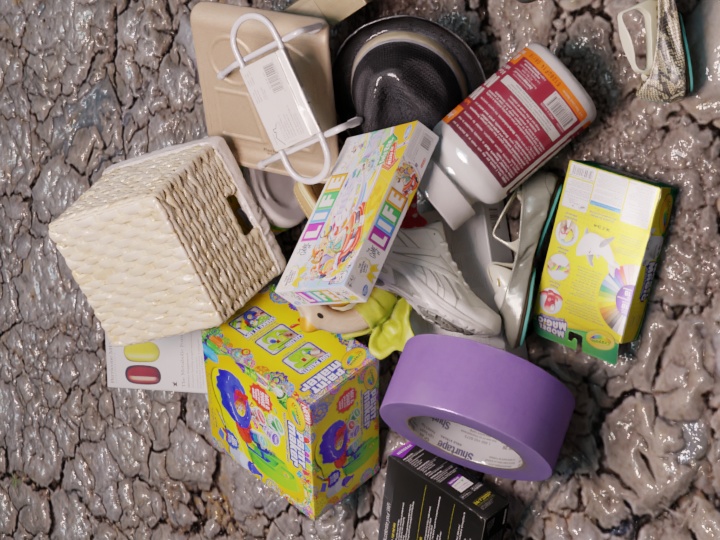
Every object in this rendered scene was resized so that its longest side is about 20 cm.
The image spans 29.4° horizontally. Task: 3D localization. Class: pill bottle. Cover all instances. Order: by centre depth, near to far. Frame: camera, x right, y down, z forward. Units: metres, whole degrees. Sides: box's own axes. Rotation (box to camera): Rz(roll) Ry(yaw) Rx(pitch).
[{"bbox_3d":[0.147,-0.142,1.481,0.200,0.110,0.110,-41,66,3],"label":"pill bottle"},{"bbox_3d":[-0.169,-0.079,1.788,0.200,0.111,0.111,-24,79,38],"label":"pill bottle"}]

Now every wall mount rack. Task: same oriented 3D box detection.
[{"bbox_3d":[-0.094,-0.189,1.546,0.173,0.075,0.200,-19,97,36],"label":"wall mount rack"}]

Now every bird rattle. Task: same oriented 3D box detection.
[{"bbox_3d":[0.000,0.000,1.556,0.113,0.163,0.201,-150,57,-61],"label":"bird rattle"}]

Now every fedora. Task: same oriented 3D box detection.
[{"bbox_3d":[0.053,-0.182,1.552,0.200,0.092,0.201,3,125,5],"label":"fedora"}]

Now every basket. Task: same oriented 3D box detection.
[{"bbox_3d":[-0.234,-0.032,1.678,0.200,0.161,0.199,-12,114,33],"label":"basket"}]

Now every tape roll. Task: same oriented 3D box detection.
[{"bbox_3d":[0.127,0.152,1.501,0.200,0.200,0.085,5,64,39],"label":"tape roll"}]

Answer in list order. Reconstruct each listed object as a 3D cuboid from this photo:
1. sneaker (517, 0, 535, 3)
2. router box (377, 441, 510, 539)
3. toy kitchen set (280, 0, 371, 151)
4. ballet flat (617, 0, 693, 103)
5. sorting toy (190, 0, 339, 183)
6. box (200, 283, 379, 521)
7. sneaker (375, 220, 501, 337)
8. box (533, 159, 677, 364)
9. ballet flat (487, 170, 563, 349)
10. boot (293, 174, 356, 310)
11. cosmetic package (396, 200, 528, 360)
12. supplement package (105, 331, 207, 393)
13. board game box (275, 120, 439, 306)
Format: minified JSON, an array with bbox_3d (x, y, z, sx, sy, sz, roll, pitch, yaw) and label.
[{"bbox_3d":[0.143,-0.394,1.507,0.076,0.115,0.201,-17,82,39],"label":"sneaker"},{"bbox_3d":[0.091,0.318,1.611,0.149,0.051,0.201,30,129,33],"label":"router box"},{"bbox_3d":[-0.009,-0.266,1.665,0.200,0.163,0.181,-27,105,36],"label":"toy kitchen set"},{"bbox_3d":[0.302,-0.272,1.411,0.075,0.068,0.201,-2,96,2],"label":"ballet flat"},{"bbox_3d":[-0.108,-0.212,1.619,0.185,0.036,0.201,14,124,25],"label":"sorting toy"},{"bbox_3d":[-0.083,0.160,1.685,0.192,0.122,0.200,31,138,33],"label":"box"},{"bbox_3d":[0.080,-0.003,1.503,0.200,0.078,0.100,33,78,-7],"label":"sneaker"},{"bbox_3d":[0.261,-0.009,1.487,0.117,0.048,0.201,23,105,35],"label":"box"},{"bbox_3d":[0.173,-0.015,1.527,0.063,0.067,0.201,14,89,5],"label":"ballet flat"},{"bbox_3d":[-0.049,-0.012,1.700,0.155,0.073,0.200,-33,98,39],"label":"boot"},{"bbox_3d":[0.110,0.027,1.609,0.150,0.052,0.201,-10,87,38],"label":"cosmetic package"},{"bbox_3d":[-0.241,0.103,1.862,0.200,0.109,0.114,-2,92,39],"label":"supplement package"},{"bbox_3d":[-0.004,-0.058,1.454,0.134,0.034,0.200,-7,54,55],"label":"board game box"}]
